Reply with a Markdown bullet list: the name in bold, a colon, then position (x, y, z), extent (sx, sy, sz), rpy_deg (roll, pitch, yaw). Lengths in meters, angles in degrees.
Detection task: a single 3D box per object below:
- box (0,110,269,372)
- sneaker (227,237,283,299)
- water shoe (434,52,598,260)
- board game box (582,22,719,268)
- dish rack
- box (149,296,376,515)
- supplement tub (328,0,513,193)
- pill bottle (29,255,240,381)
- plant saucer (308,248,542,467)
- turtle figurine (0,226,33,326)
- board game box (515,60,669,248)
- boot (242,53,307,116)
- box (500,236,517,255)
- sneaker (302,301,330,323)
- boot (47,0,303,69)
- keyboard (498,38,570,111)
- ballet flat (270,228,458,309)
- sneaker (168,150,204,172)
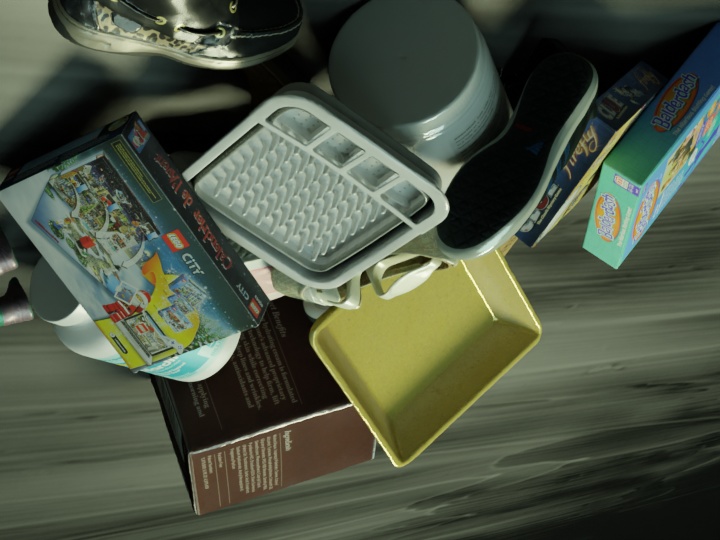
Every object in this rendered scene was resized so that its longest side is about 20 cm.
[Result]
- **box**: position (-0.184, -0.019, 1.376), extent (0.136, 0.038, 0.201), rpy_deg (-21, 117, 27)
- **sneaker**: position (-0.123, -0.014, 1.535), extent (0.199, 0.076, 0.105), rpy_deg (1, 152, -27)
- **water shoe**: position (0.137, -0.081, 1.370), extent (0.200, 0.071, 0.079), rpy_deg (-54, 152, -11)
- **board game box**: position (0.290, -0.117, 1.598), extent (0.200, 0.045, 0.152), rpy_deg (-49, 162, -24)
- **dish rack**: position (-0.039, -0.071, 1.340), extent (0.171, 0.044, 0.200), rpy_deg (33, 142, -21)
- **box**: position (-0.101, 0.119, 1.700), extent (0.199, 0.167, 0.165), rpy_deg (-16, 152, -11)
- **supplement tub**: position (0.060, -0.131, 1.412), extent (0.131, 0.133, 0.200), rpy_deg (-25, 153, 4)
- **pill bottle**: position (-0.205, 0.032, 1.526), extent (0.111, 0.111, 0.200), rpy_deg (-35, 150, 23)
- **plant saucer**: position (0.055, 0.052, 1.577), extent (0.200, 0.048, 0.200), rpy_deg (-42, 129, -11)
- **turtle figurine**: position (-0.384, 0.038, 1.427), extent (0.199, 0.101, 0.150), rpy_deg (-21, 153, -16)
- **board game box**: position (0.208, -0.109, 1.532), extent (0.136, 0.035, 0.200), rpy_deg (-56, 172, 28)
- **boot**: position (-0.067, -0.124, 1.355), extent (0.075, 0.074, 0.200), rpy_deg (-29, 134, 10)
- **box**: position (0.083, 0.017, 1.710), extent (0.163, 0.021, 0.200), rpy_deg (-34, 171, -18)
- **sneaker**: position (0.007, -0.036, 1.598), extent (0.200, 0.076, 0.115), rpy_deg (-39, 142, 7)
- **boot**: position (-0.108, -0.220, 1.195), extent (0.199, 0.074, 0.151), rpy_deg (2, 144, -30)
- **keyboard**: position (0.150, -0.130, 1.516), extent (0.039, 0.105, 0.200), rpy_deg (-8, 148, -32)
- **ballet flat**: position (0.000, 0.000, 1.451), extent (0.199, 0.063, 0.067), rpy_deg (-23, 153, 34)
- **sneaker**: position (-0.077, -0.086, 1.458), extent (0.199, 0.071, 0.081), rpy_deg (9, 123, -32)
